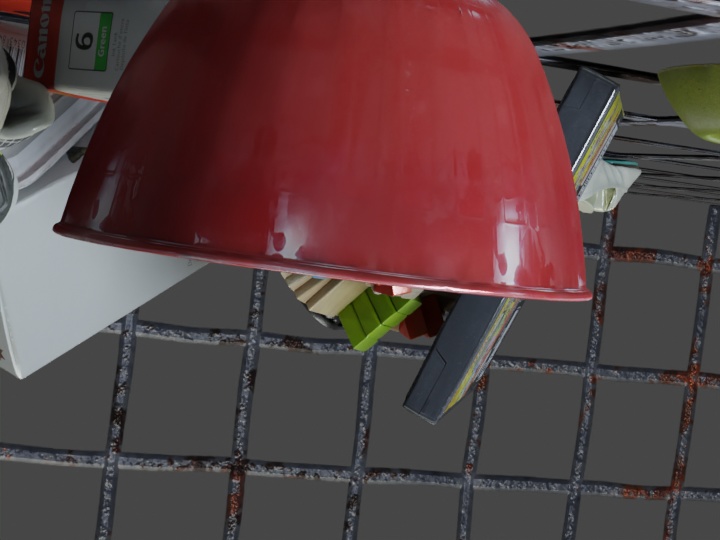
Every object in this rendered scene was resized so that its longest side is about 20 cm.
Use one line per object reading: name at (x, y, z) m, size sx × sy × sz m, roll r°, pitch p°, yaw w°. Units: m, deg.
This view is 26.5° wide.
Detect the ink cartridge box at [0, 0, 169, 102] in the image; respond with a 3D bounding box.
ink cartridge box at (-0.107, -0.107, 0.776) m, size 0.199 × 0.051 × 0.109 m, roll 9°, pitch -177°, yaw 39°

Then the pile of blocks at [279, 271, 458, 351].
pile of blocks at (0.000, 0.000, 0.793) m, size 0.082 × 0.062 × 0.200 m, roll -28°, pitch 149°, yaw 3°

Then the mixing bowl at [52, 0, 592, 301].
mixing bowl at (-0.007, -0.055, 0.560) m, size 0.199 × 0.109 × 0.200 m, roll 8°, pitch -178°, yaw 0°

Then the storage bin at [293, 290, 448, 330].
storage bin at (0.017, -0.045, 0.973) m, size 0.094 × 0.136 × 0.200 m, roll -38°, pitch 164°, yaw 19°

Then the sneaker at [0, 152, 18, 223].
sneaker at (-0.274, -0.077, 0.819) m, size 0.199 × 0.076 × 0.076 m, roll 21°, pitch -168°, yaw 2°

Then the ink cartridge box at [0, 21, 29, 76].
ink cartridge box at (-0.304, -0.133, 0.811) m, size 0.199 × 0.041 × 0.199 m, roll 12°, pitch -176°, yaw 20°

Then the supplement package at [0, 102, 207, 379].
supplement package at (-0.184, -0.043, 0.972) m, size 0.117 × 0.118 × 0.200 m, roll 24°, pitch -138°, yaw 34°

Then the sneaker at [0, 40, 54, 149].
sneaker at (-0.198, -0.099, 0.660) m, size 0.080 × 0.077 × 0.200 m, roll -6°, pitch 168°, yaw 5°

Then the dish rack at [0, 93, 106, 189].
dish rack at (-0.261, -0.111, 0.935) m, size 0.199 × 0.044 × 0.172 m, roll 8°, pitch -146°, yaw 17°

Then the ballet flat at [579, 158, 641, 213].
ballet flat at (0.250, -0.094, 1.641) m, size 0.069 × 0.070 × 0.200 m, roll 8°, pitch -177°, yaw 25°

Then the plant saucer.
plant saucer at (0.243, -0.071, 0.746) m, size 0.199 × 0.031 × 0.200 m, roll 8°, pitch -177°, yaw 0°

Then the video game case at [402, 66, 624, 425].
video game case at (0.092, -0.014, 0.870) m, size 0.025 × 0.201 × 0.181 m, roll 29°, pitch -174°, yaw 8°
